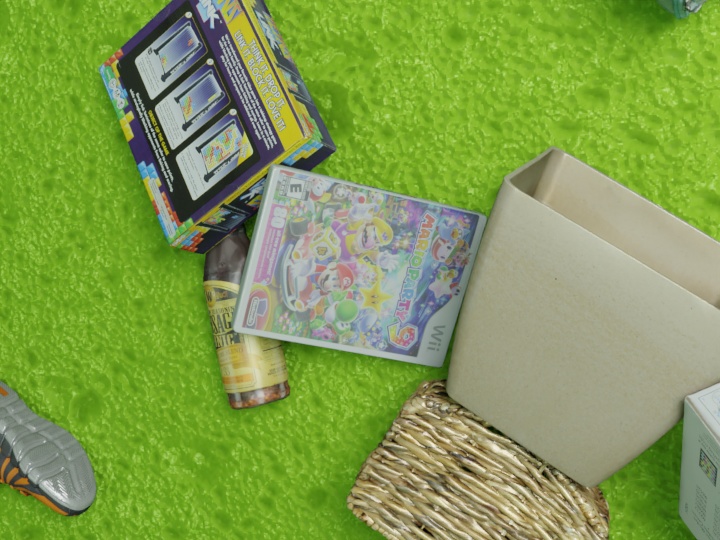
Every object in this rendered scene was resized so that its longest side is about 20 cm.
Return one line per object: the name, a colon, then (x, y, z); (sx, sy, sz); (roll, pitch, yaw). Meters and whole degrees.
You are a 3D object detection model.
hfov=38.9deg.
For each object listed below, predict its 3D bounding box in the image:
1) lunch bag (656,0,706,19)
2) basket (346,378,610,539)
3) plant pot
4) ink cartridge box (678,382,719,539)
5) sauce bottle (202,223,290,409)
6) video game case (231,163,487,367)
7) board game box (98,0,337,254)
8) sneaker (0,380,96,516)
lunch bag: (0.208, -0.281, 0.748); (0.076, 0.160, 0.202); (-32, 81, 15)
basket: (0.111, 0.183, 0.865); (0.199, 0.149, 0.144); (34, 101, 12)
plant pot: (0.176, 0.042, 0.792); (0.198, 0.199, 0.179); (31, 112, 12)
ink cartridge box: (0.328, 0.135, 0.712); (0.197, 0.084, 0.178); (-21, 132, -9)
sauce bottle: (-0.114, 0.025, 0.955); (0.065, 0.066, 0.204); (-13, 90, 20)
video game case: (0.000, 0.000, 0.876); (0.197, 0.018, 0.146); (11, 104, -20)
board game box: (-0.132, -0.145, 0.908); (0.164, 0.056, 0.202); (-33, 68, 20)
sneaker: (-0.362, 0.209, 1.071); (0.199, 0.077, 0.113); (38, 113, 21)
